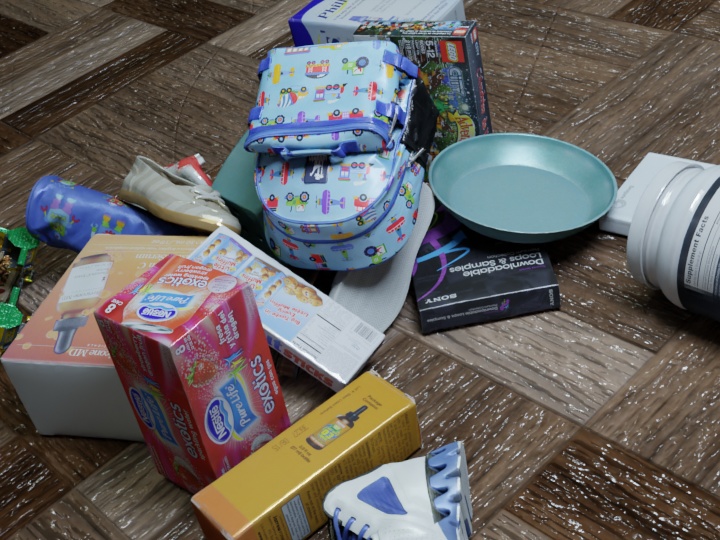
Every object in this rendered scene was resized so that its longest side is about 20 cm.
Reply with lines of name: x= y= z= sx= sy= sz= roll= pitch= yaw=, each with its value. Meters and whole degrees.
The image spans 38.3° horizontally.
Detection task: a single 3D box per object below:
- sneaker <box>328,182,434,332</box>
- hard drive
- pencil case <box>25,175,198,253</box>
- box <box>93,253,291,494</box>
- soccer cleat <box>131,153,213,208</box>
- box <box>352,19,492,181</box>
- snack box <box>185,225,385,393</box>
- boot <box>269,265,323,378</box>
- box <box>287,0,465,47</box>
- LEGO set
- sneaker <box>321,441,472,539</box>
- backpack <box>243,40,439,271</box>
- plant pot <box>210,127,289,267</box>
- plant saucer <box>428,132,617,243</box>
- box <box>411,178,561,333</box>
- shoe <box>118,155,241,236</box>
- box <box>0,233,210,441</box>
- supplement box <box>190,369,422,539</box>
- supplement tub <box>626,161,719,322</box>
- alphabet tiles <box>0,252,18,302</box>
sneaker: x=0.000 y=0.000 z=1.099 sx=0.116 sy=0.074 sz=0.200 roll=-12 pitch=46 yaw=60
hard drive: x=0.372 y=-0.065 z=1.092 sx=0.200 sy=0.027 sz=0.132 roll=17 pitch=46 yaw=34
pencil case: x=-0.284 y=-0.040 z=1.184 sx=0.200 sy=0.087 sz=0.078 roll=21 pitch=13 yaw=11
box: x=-0.137 y=0.099 z=0.894 sx=0.100 sy=0.200 sz=0.095 roll=19 pitch=46 yaw=36
soccer cleat: x=-0.224 y=-0.093 z=1.247 sx=0.085 sy=0.069 sz=0.200 roll=-39 pitch=19 yaw=-16
box: x=0.078 y=-0.192 z=1.202 sx=0.137 sy=0.200 sz=0.038 roll=7 pitch=44 yaw=26
snack box: x=-0.078 y=0.035 z=0.997 sx=0.200 sy=0.024 sz=0.072 roll=34 pitch=54 yaw=12
boot: x=-0.092 y=0.019 z=1.069 sx=0.097 sy=0.075 sz=0.200 roll=13 pitch=41 yaw=-2
box: x=0.033 y=-0.249 z=1.305 sx=0.200 sy=0.184 sz=0.105 roll=16 pitch=47 yaw=34
LEGO set: x=-0.445 y=0.035 z=1.172 sx=0.154 sy=0.116 sz=0.200 roll=10 pitch=40 yaw=-24
sneaker: x=0.026 y=0.218 z=0.802 sx=0.115 sy=0.081 sz=0.199 roll=-9 pitch=30 yaw=12
backpack: x=-0.027 y=-0.106 z=1.018 sx=0.182 sy=0.135 sz=0.200 roll=3 pitch=67 yaw=20
plant pot: x=-0.062 y=-0.108 z=1.193 sx=0.200 sy=0.141 sz=0.141 roll=-42 pitch=45 yaw=-22
plant saucer: x=0.172 y=-0.084 z=1.113 sx=0.200 sy=0.036 sz=0.200 roll=1 pitch=37 yaw=-1
box: x=0.121 y=-0.020 z=1.104 sx=0.143 sy=0.036 sz=0.200 roll=-11 pitch=38 yaw=3
shoe: x=-0.196 y=-0.079 z=1.125 sx=0.200 sy=0.070 sz=0.053 roll=23 pitch=94 yaw=41
box: x=-0.233 y=0.063 z=1.048 sx=0.152 sy=0.106 sz=0.200 roll=1 pitch=39 yaw=18
supplement box: x=-0.041 y=0.171 z=0.884 sx=0.200 sy=0.069 sz=0.067 roll=-35 pitch=43 yaw=-23
supplement tub: x=0.360 y=-0.015 z=0.935 sx=0.200 sy=0.140 sz=0.140 roll=24 pitch=51 yaw=39
alphabet tiles: x=-0.516 y=0.019 z=1.276 sx=0.200 sy=0.008 sz=0.167 roll=-7 pitch=37 yaw=8
